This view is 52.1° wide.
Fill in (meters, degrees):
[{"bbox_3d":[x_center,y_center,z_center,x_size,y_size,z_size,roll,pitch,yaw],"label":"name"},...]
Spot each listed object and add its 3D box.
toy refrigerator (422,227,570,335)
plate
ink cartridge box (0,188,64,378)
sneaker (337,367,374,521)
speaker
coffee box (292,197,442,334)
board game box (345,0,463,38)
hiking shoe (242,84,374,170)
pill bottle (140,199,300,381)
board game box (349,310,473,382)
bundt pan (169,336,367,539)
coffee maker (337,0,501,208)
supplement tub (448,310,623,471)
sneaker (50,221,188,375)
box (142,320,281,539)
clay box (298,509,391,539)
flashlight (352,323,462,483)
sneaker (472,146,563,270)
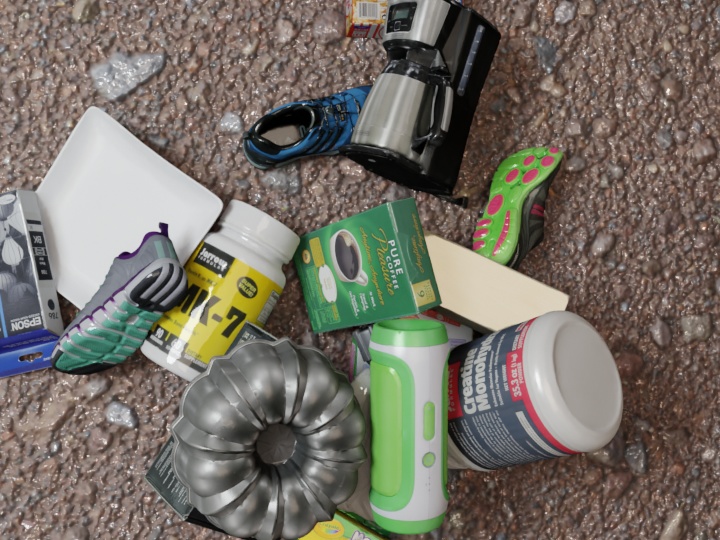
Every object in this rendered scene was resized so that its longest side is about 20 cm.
[{"bbox_3d":[0.135,0.026,0.873,0.198,0.070,0.077,24,82,4],"label":"toy refrigerator"},{"bbox_3d":[-0.281,-0.051,0.847,0.199,0.032,0.201,35,95,6],"label":"plate"},{"bbox_3d":[-0.398,0.018,0.832,0.098,0.039,0.203,-14,89,9],"label":"ink cartridge box"},{"bbox_3d":[0.021,0.201,0.827,0.078,0.099,0.202,-34,135,-45],"label":"sneaker"},{"bbox_3d":[0.049,0.155,0.747,0.087,0.088,0.203,-1,95,-10],"label":"speaker"},{"bbox_3d":[0.000,0.000,0.841,0.044,0.199,0.124,-14,88,-39],"label":"coffee box"},{"bbox_3d":[0.056,-0.404,0.951,0.149,0.046,0.203,0,86,-10],"label":"board game box"},{"bbox_3d":[-0.046,-0.176,0.897,0.198,0.087,0.075,-25,91,-11],"label":"hiking shoe"},{"bbox_3d":[-0.157,0.029,0.852,0.113,0.114,0.202,29,82,-7],"label":"pill bottle"},{"bbox_3d":[0.067,0.071,0.926,0.151,0.040,0.203,6,86,-10],"label":"board game box"},{"bbox_3d":[-0.079,0.170,0.710,0.199,0.076,0.205,-1,94,-20],"label":"bundt pan"},{"bbox_3d":[0.082,-0.205,0.890,0.133,0.192,0.202,18,88,26],"label":"coffee maker"},{"bbox_3d":[0.161,0.135,0.787,0.139,0.199,0.142,18,59,-34],"label":"supplement tub"},{"bbox_3d":[-0.265,0.035,0.809,0.199,0.074,0.088,-36,49,18],"label":"sneaker"},{"bbox_3d":[-0.111,0.185,0.821,0.201,0.086,0.164,-57,140,-9],"label":"box"},{"bbox_3d":[-0.042,0.366,0.884,0.114,0.048,0.201,30,83,-7],"label":"clay box"},{"bbox_3d":[0.051,0.154,0.865,0.067,0.068,0.202,-25,90,14],"label":"flashlight"},{"bbox_3d":[0.205,-0.078,0.953,0.201,0.076,0.084,-59,140,-19],"label":"sneaker"}]
